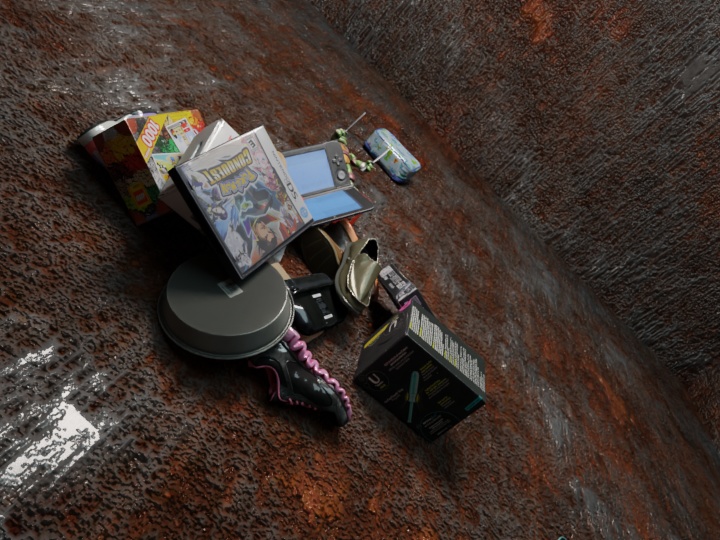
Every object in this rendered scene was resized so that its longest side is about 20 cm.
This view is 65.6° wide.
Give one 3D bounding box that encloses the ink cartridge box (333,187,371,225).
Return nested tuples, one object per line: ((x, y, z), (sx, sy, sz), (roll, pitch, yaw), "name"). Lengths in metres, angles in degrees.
((-0.077, -0.177, 1.312), (0.199, 0.109, 0.050), (36, 12, -20), "ink cartridge box")

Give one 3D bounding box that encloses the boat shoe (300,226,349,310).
((-0.053, -0.007, 1.172), (0.201, 0.072, 0.068), (59, 25, 1), "boat shoe")

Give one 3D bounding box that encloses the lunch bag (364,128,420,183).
((0.115, -0.401, 1.951), (0.200, 0.082, 0.161), (47, 27, 1), "lunch bag")

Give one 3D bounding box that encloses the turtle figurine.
((-0.022, -0.312, 1.523), (0.144, 0.198, 0.195), (74, 17, -58), "turtle figurine")

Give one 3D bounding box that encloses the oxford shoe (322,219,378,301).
((-0.026, -0.014, 1.243), (0.072, 0.071, 0.201), (-22, 75, -27), "oxford shoe")

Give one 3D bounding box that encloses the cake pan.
((-0.194, 0.040, 0.820), (0.198, 0.037, 0.201), (9, 41, -8), "cake pan")

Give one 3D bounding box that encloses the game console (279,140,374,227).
((-0.093, -0.186, 1.193), (0.199, 0.118, 0.172), (-18, 98, -24), "game console")

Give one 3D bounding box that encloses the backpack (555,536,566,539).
((0.305, 0.533, 0.842), (0.176, 0.153, 0.200), (52, 17, 17), "backpack")

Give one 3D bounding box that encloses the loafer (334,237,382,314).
((0.000, 0.000, 1.097), (0.075, 0.069, 0.201), (40, 33, -29), "loafer")

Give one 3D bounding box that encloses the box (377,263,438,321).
((0.111, 0.082, 1.180), (0.158, 0.050, 0.200), (56, -1, -20), "box")

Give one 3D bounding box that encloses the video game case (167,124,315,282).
((-0.170, -0.109, 0.855), (0.200, 0.025, 0.182), (-45, 113, -48), "video game case")

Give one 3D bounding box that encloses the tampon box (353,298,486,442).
((0.114, 0.186, 1.048), (0.200, 0.150, 0.126), (41, 27, -11), "tampon box")

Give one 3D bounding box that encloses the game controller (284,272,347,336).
((-0.082, 0.058, 1.010), (0.105, 0.042, 0.200), (68, 21, 4), "game controller")

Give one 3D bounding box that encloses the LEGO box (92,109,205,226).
((-0.324, -0.180, 0.941), (0.150, 0.077, 0.200), (66, 23, -13), "LEGO box")

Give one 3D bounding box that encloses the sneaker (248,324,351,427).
((-0.096, 0.179, 0.857), (0.095, 0.079, 0.200), (-46, 106, -29), "sneaker")

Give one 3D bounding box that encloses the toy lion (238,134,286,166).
((-0.204, -0.147, 1.035), (0.191, 0.068, 0.202), (-16, 95, -64), "toy lion")

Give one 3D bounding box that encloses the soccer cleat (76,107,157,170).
((-0.406, -0.231, 0.974), (0.074, 0.068, 0.200), (59, 21, -17), "soccer cleat")

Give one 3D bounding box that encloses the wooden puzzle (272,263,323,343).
((-0.163, 0.051, 0.965), (0.201, 0.037, 0.185), (55, 27, 6), "wooden puzzle")

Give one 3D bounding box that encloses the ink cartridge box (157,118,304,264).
((-0.202, -0.118, 0.906), (0.200, 0.084, 0.146), (45, 46, -34), "ink cartridge box")
